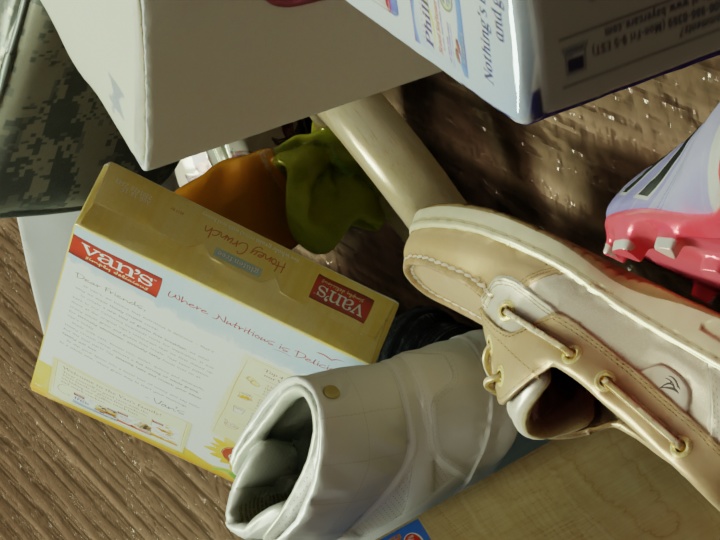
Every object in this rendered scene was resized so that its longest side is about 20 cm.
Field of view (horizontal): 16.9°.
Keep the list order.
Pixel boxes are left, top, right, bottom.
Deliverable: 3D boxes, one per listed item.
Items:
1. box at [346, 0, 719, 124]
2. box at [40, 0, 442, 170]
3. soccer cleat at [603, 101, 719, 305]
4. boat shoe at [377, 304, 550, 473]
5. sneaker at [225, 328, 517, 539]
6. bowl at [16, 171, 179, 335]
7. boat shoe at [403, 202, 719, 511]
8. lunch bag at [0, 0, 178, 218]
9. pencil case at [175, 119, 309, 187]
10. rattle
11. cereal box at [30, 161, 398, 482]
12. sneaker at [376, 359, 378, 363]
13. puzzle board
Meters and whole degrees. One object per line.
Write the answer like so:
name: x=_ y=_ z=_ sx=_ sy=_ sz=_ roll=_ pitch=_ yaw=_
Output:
box: x=0.071 y=-0.148 z=0.697 sx=0.200 sy=0.183 sz=0.105 roll=43 pitch=148 yaw=52
box: x=-0.018 y=-0.143 z=0.901 sx=0.128 sy=0.199 sz=0.109 roll=56 pitch=156 yaw=33
soccer cleat: x=0.136 y=-0.035 z=0.823 sx=0.200 sy=0.067 sz=0.077 roll=138 pitch=157 yaw=-79
boat shoe: x=0.055 y=0.116 z=1.143 sx=0.091 sy=0.071 sz=0.201 roll=-147 pitch=50 yaw=-60
sneaker: x=-0.012 y=0.103 z=1.058 sx=0.074 sy=0.115 sz=0.200 roll=62 pitch=148 yaw=35
bowl: x=-0.134 y=-0.068 z=1.353 sx=0.200 sy=0.074 sz=0.200 roll=-76 pitch=-17 yaw=-54
boat shoe: x=0.080 y=0.032 z=0.916 sx=0.200 sy=0.069 sz=0.074 roll=25 pitch=170 yaw=45
lunch bag: x=-0.153 y=-0.150 z=1.154 sx=0.168 sy=0.139 sz=0.200 roll=47 pitch=130 yaw=32
pencil case: x=-0.076 y=-0.096 z=1.253 sx=0.089 sy=0.078 sz=0.201 roll=-19 pitch=-89 yaw=-66
rattle: x=0.000 y=0.000 z=1.060 sx=0.200 sy=0.143 sz=0.130 roll=53 pitch=162 yaw=32
cereal box: x=-0.073 y=0.035 z=1.118 sx=0.143 sy=0.040 sz=0.200 roll=26 pitch=153 yaw=-2
sneaker: x=0.003 y=0.125 z=1.267 sx=0.082 sy=0.074 sz=0.201 roll=26 pitch=129 yaw=62
puzzle board: x=0.067 y=0.115 z=0.927 sx=0.017 sy=0.150 sz=0.200 roll=62 pitch=177 yaw=-14
